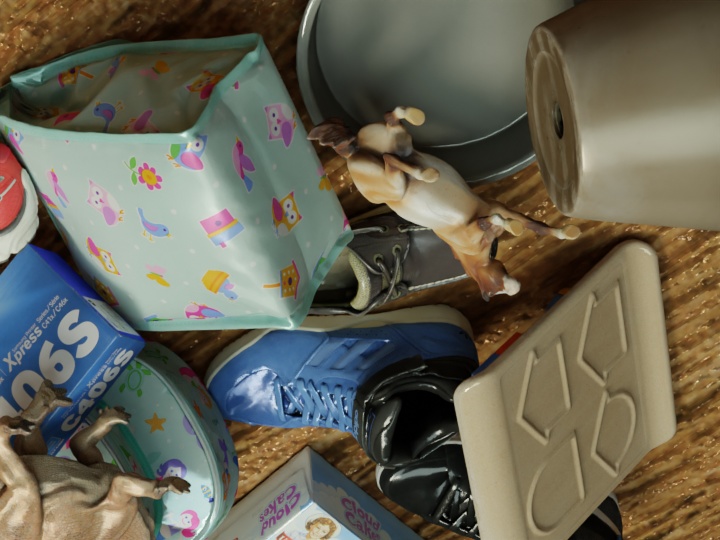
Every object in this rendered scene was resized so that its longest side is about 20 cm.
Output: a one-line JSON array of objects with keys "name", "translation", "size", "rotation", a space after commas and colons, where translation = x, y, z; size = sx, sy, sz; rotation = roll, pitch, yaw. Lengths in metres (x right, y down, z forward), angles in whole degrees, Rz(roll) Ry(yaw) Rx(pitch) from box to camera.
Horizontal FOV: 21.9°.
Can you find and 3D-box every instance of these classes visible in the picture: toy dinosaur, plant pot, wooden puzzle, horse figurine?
[{"name": "toy dinosaur", "translation": [-0.189, 0.152, 1.143], "size": [0.198, 0.086, 0.136], "rotation": [21, 109, -17]}, {"name": "plant pot", "translation": [0.197, -0.106, 1.130], "size": [0.172, 0.201, 0.202], "rotation": [-9, 124, -9]}, {"name": "wooden puzzle", "translation": [0.141, 0.097, 1.317], "size": [0.199, 0.046, 0.187], "rotation": [-36, 129, -31]}, {"name": "horse figurine", "translation": [0.046, -0.050, 1.179], "size": [0.199, 0.132, 0.050], "rotation": [32, 77, -19]}]

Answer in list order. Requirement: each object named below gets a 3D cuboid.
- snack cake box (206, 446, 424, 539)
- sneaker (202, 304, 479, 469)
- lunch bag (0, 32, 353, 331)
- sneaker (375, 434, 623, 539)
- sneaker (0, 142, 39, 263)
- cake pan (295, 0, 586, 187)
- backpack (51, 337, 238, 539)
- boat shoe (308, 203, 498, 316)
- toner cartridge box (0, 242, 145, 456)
[{"name": "snack cake box", "translation": [-0.012, 0.239, 1.422], "size": [0.115, 0.067, 0.200], "rotation": [-39, 119, 19]}, {"name": "sneaker", "translation": [-0.012, 0.089, 1.297], "size": [0.198, 0.112, 0.077], "rotation": [-8, 124, -1]}, {"name": "lunch bag", "translation": [-0.128, -0.054, 1.182], "size": [0.198, 0.122, 0.171], "rotation": [1, 132, 35]}, {"name": "sneaker", "translation": [0.111, 0.188, 1.375], "size": [0.198, 0.112, 0.074], "rotation": [13, 121, -15]}, {"name": "sneaker", "translation": [-0.304, -0.046, 1.193], "size": [0.198, 0.077, 0.086], "rotation": [-8, 116, 7]}, {"name": "cake pan", "translation": [0.056, -0.146, 1.195], "size": [0.198, 0.037, 0.202], "rotation": [-3, 123, -5]}, {"name": "backpack", "translation": [-0.190, 0.145, 1.282], "size": [0.199, 0.151, 0.179], "rotation": [-30, 89, 4]}, {"name": "boat shoe", "translation": [0.000, 0.000, 1.267], "size": [0.198, 0.065, 0.074], "rotation": [-9, 122, -2]}, {"name": "toner cartridge box", "translation": [-0.238, 0.091, 1.199], "size": [0.200, 0.095, 0.043], "rotation": [-51, 158, 4]}]
